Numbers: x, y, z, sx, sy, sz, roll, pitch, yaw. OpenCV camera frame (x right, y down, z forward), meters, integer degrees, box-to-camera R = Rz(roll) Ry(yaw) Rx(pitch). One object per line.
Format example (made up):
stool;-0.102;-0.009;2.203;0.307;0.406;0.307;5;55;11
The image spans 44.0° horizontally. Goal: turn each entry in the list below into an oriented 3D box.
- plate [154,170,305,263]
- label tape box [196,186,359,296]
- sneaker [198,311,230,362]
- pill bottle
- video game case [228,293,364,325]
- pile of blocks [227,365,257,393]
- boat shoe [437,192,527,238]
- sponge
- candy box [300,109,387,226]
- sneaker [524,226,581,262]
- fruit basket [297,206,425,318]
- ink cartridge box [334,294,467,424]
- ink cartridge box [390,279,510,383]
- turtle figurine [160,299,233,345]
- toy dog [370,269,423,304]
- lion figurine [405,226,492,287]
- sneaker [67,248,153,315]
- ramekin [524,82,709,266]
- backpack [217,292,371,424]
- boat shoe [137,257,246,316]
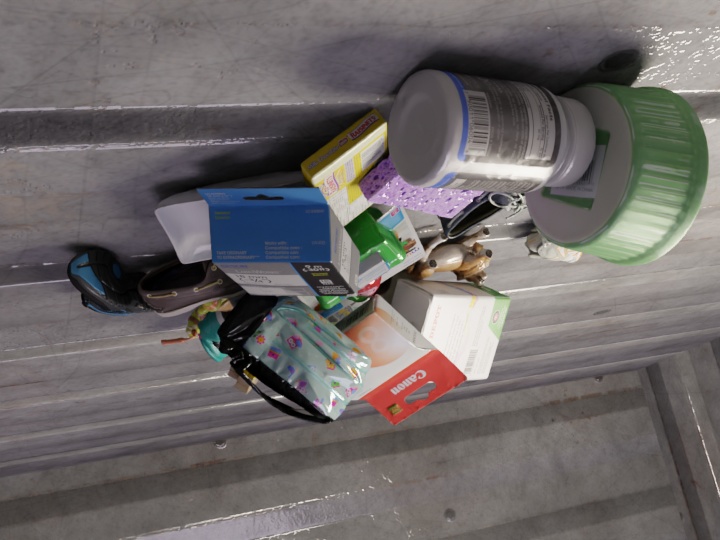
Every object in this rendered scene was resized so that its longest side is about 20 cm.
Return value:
plate;-0.138;-0.069;1.087;0.197;0.033;0.200;-11;164;-5
label tape box;-0.091;-0.027;1.021;0.143;0.064;0.200;0;162;13
sneaker;-0.205;0.111;1.540;0.120;0.084;0.199;-28;150;30
pill bottle;0.138;-0.138;0.913;0.198;0.115;0.114;0;160;-32
video game case;-0.081;0.052;1.295;0.181;0.022;0.201;-26;130;-2
pile of blocks;-0.160;0.098;1.436;0.062;0.201;0.082;26;149;6
boat shoe;0.184;-0.101;1.167;0.199;0.062;0.075;-23;159;31
sponge;0.094;-0.113;1.055;0.111;0.030;0.199;-38;158;27
candy box;-0.014;-0.103;1.013;0.102;0.026;0.200;-36;166;-9
sneaker;0.314;-0.054;1.409;0.091;0.077;0.200;-7;162;-4
fruit basket;0.000;0.000;1.206;0.184;0.094;0.200;-32;152;1
ink cartridge box;0.033;0.148;1.303;0.162;0.050;0.200;-37;109;29
ink cartridge box;0.133;0.095;1.422;0.199;0.146;0.084;4;-164;-44
turtle figurine;-0.206;0.048;1.362;0.199;0.065;0.161;-37;166;18
toy dog;0.000;0.055;1.427;0.198;0.141;0.194;-2;148;-33
lion figurine;0.131;-0.016;1.395;0.198;0.073;0.122;0;161;-30
sneaker;-0.344;0.029;1.187;0.081;0.074;0.200;-13;163;7
ramekin;0.270;-0.109;0.981;0.097;0.202;0.200;5;157;-29
backpack;-0.086;0.112;1.186;0.127;0.199;0.167;-51;-171;0
boat shoe;-0.204;0.001;1.207;0.198;0.072;0.060;-21;148;7
